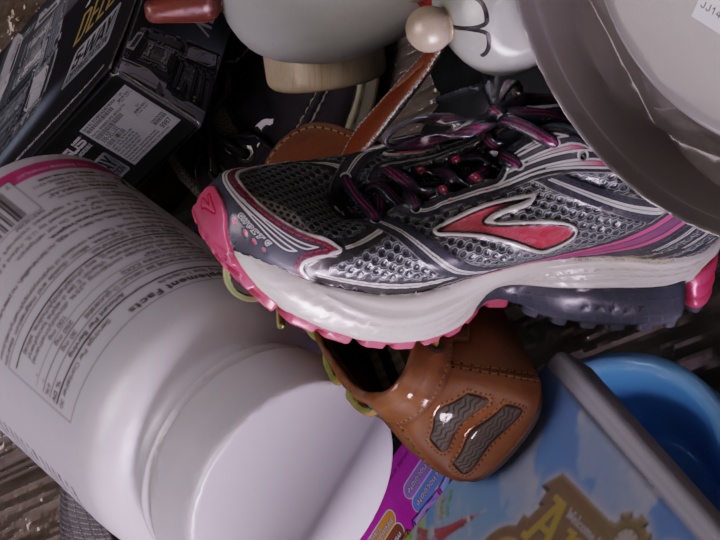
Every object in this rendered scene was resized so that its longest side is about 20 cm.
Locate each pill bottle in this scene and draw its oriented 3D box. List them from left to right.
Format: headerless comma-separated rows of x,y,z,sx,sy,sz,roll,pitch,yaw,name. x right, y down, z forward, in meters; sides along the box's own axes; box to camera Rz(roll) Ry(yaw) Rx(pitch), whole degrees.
-0.083,0.042,1.012,0.200,0.113,0.114,36,117,43,pill bottle

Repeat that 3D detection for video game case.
0.060,0.149,0.846,0.182,0.022,0.200,-52,38,10,video game case

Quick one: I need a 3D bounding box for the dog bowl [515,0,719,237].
0.142,-0.110,0.799,0.199,0.059,0.202,11,108,36,dog bowl

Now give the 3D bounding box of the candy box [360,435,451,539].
0.067,0.159,1.007,0.200,0.061,0.137,56,129,33,candy box

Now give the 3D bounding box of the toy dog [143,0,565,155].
-0.013,-0.103,0.934,0.200,0.096,0.133,-24,85,68,toy dog

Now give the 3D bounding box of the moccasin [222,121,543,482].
-0.001,0.001,0.944,0.074,0.078,0.202,-46,34,18,moccasin

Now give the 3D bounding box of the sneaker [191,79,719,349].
0.037,-0.027,0.868,0.081,0.199,0.075,57,143,44,sneaker

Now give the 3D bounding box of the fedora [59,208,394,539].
-0.046,0.070,1.116,0.176,0.090,0.202,7,88,47,fedora

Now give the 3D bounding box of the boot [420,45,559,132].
0.028,-0.105,1.042,0.165,0.065,0.201,-34,68,38,boot

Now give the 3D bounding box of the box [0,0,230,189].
-0.125,-0.084,1.180,0.200,0.050,0.158,-40,28,44,box

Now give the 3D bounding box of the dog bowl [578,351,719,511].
0.108,0.116,0.909,0.111,0.050,0.201,-23,58,7,dog bowl

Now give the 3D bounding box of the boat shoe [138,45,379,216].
-0.060,-0.050,1.149,0.200,0.064,0.072,-50,55,38,boat shoe
